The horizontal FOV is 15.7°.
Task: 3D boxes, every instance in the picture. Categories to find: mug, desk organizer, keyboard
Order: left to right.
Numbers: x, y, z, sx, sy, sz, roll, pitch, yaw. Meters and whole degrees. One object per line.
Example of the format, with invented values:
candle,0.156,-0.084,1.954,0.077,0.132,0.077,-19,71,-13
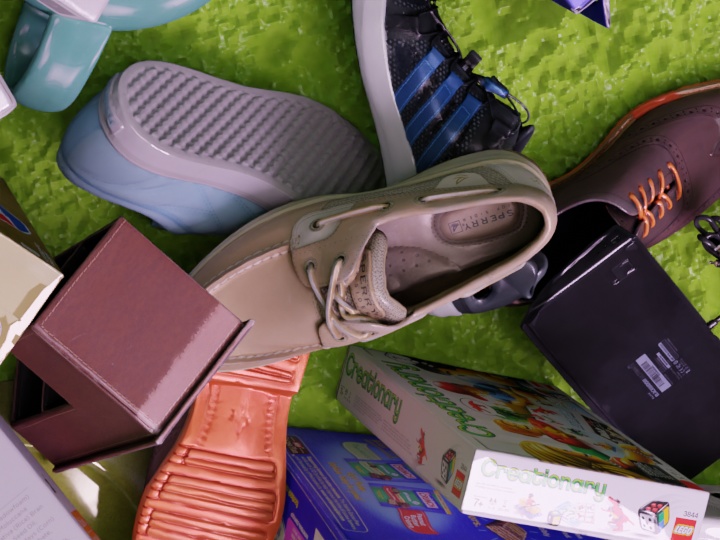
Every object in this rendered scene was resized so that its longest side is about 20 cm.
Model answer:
desk organizer,-0.128,0.038,1.233,0.077,0.200,0.072,41,71,-10
mug,-0.112,-0.175,1.235,0.151,0.114,0.186,-18,109,-12
keyboard,0.172,0.035,1.392,0.127,0.021,0.200,-37,137,7

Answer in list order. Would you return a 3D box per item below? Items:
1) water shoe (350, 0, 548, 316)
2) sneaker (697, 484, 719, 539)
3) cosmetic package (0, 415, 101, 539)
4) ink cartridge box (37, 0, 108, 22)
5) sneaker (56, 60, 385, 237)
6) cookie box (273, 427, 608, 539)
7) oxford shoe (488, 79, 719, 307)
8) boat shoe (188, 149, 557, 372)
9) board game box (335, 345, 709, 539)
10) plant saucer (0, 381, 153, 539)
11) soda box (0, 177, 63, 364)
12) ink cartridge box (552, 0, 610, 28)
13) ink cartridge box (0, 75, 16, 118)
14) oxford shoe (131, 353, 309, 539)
water shoe,0.048,-0.079,1.316,0.078,0.071,0.201,-9,98,14
sneaker,0.224,0.184,1.441,0.199,0.073,0.113,9,101,-38
cosmetic package,-0.188,0.110,1.259,0.071,0.101,0.200,-39,90,-6
ink cartridge box,-0.154,-0.232,1.106,0.200,0.045,0.177,32,83,-28
sneaker,-0.065,-0.048,1.321,0.199,0.082,0.074,23,53,-35
cookie box,0.055,0.150,1.347,0.199,0.171,0.076,7,105,-19
oxford shoe,0.147,-0.035,1.378,0.199,0.073,0.071,-32,112,-7
boat shoe,0.000,0.000,1.258,0.199,0.065,0.072,-20,106,4
board game box,0.077,0.088,1.321,0.126,0.200,0.035,12,99,-21
plant saucer,-0.179,0.157,1.350,0.199,0.031,0.201,-5,106,-16
soda box,-0.195,-0.014,1.205,0.068,0.200,0.064,35,92,-21
ink cartridge box,0.071,-0.209,1.272,0.076,0.136,0.200,-43,112,0
ink cartridge box,-0.250,-0.147,1.181,0.083,0.145,0.201,-32,111,-10
oxford shoe,-0.074,0.091,1.339,0.071,0.073,0.201,18,93,-17
